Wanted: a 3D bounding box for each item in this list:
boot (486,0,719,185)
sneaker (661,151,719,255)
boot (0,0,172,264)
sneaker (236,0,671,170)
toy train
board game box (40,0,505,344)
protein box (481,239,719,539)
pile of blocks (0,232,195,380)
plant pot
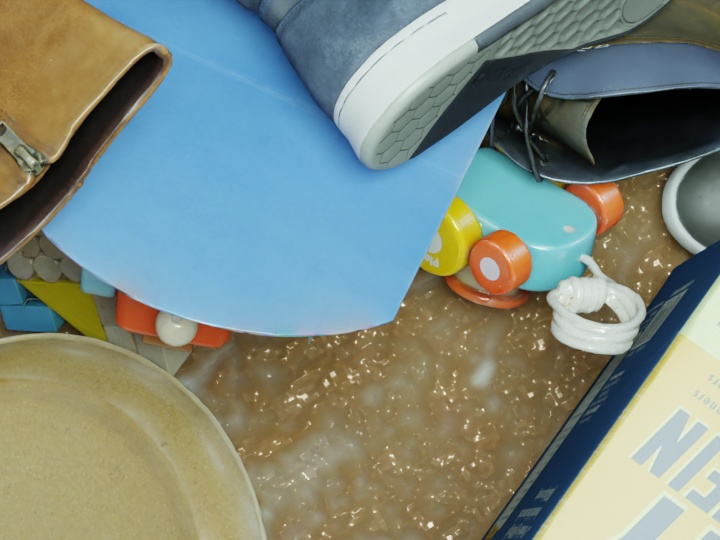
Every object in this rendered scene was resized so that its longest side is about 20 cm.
[{"bbox_3d":[0.051,-0.080,1.059,0.199,0.075,0.097,-8,43,-9],"label":"boot"},{"bbox_3d":[0.216,-0.030,1.074,0.199,0.099,0.071,3,85,-2],"label":"sneaker"},{"bbox_3d":[-0.131,-0.114,0.962,0.188,0.069,0.200,-47,49,-7],"label":"boot"},{"bbox_3d":[0.034,-0.137,1.012,0.202,0.077,0.146,-30,66,-31],"label":"sneaker"},{"bbox_3d":[0.000,0.000,1.054,0.199,0.056,0.151,8,38,-4],"label":"toy train"},{"bbox_3d":[-0.040,-0.053,1.009,0.157,0.039,0.200,24,53,4],"label":"board game box"},{"bbox_3d":[0.120,0.108,1.002,0.135,0.199,0.200,36,83,1],"label":"protein box"},{"bbox_3d":[-0.138,-0.038,1.083,0.200,0.082,0.062,43,41,-7],"label":"pile of blocks"},{"bbox_3d":[-0.120,0.122,1.031,0.199,0.027,0.201,-2,93,-37],"label":"plant pot"}]
